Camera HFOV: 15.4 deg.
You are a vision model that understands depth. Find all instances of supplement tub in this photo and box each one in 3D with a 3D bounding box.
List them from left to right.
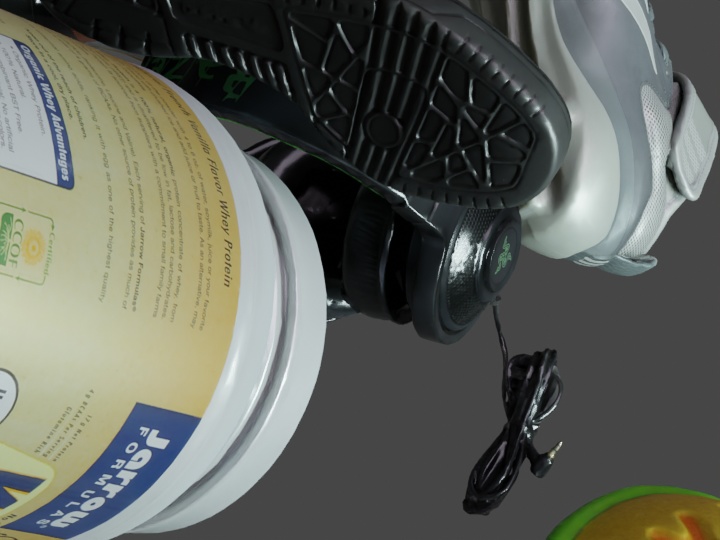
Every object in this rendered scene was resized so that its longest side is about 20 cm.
[{"bbox_3d":[-0.113,0.000,0.721,0.200,0.144,0.145,19,58,-54],"label":"supplement tub"}]

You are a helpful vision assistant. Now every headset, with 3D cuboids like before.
[{"bbox_3d":[0.000,0.000,0.869,0.200,0.123,0.094,37,70,-37],"label":"headset"}]

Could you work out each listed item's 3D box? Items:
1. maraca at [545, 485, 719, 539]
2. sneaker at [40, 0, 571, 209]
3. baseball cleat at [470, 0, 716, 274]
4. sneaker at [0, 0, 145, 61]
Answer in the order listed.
[{"bbox_3d":[0.129,0.138,0.921,0.200,0.107,0.137,-3,73,-42],"label":"maraca"},{"bbox_3d":[-0.019,-0.093,0.783,0.200,0.060,0.104,24,37,9],"label":"sneaker"},{"bbox_3d":[0.086,-0.096,1.013,0.106,0.070,0.200,17,70,-43],"label":"baseball cleat"},{"bbox_3d":[-0.070,-0.106,0.863,0.200,0.090,0.070,8,67,-39],"label":"sneaker"}]
